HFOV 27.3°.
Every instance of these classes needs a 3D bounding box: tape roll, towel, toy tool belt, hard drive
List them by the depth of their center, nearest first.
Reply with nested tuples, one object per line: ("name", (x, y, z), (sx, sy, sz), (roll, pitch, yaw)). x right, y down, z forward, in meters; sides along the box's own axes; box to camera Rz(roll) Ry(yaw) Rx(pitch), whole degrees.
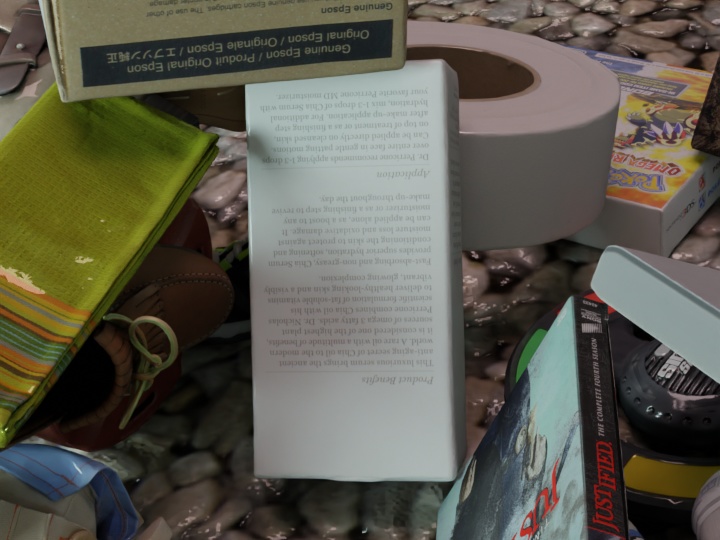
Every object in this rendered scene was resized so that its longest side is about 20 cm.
("towel", (-0.137, -0.017, 0.633), (0.086, 0.018, 0.200), (29, 46, 1))
("hard drive", (0.215, 0.039, 0.651), (0.199, 0.027, 0.132), (11, 17, -33))
("toy tool belt", (-0.154, 0.117, 0.668), (0.199, 0.125, 0.123), (10, 45, 24))
("tape roll", (0.051, -0.085, 0.870), (0.201, 0.071, 0.203), (3, 25, -2))

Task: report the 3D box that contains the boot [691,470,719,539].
("boot", (0.239, 0.134, 0.605), (0.198, 0.074, 0.096), (2, 43, -3))

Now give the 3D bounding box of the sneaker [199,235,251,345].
("sneaker", (-0.046, -0.010, 0.878), (0.198, 0.083, 0.072), (-3, 32, 7))

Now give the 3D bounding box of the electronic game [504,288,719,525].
("electronic game", (0.173, 0.060, 0.764), (0.198, 0.042, 0.200), (-6, 33, 4))

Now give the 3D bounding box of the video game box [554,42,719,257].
("video game box", (0.152, -0.088, 0.995), (0.199, 0.047, 0.182), (16, 42, 32))

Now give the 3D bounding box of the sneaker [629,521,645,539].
("sneaker", (0.106, 0.151, 0.626), (0.077, 0.076, 0.200), (15, 27, -14))

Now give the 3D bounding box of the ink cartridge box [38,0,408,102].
("ink cartridge box", (-0.080, -0.162, 0.729), (0.164, 0.076, 0.200), (-8, 34, -12))

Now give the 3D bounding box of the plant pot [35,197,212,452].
("plant pot", (-0.200, -0.003, 0.814), (0.194, 0.202, 0.201), (19, 40, 23))

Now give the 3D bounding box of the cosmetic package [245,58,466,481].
("cosmetic package", (0.000, 0.000, 0.740), (0.101, 0.202, 0.071), (0, 1, 9))

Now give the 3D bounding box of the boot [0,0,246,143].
("boot", (-0.125, -0.116, 0.775), (0.145, 0.071, 0.200), (24, 43, 16))

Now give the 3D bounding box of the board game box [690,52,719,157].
("board game box", (0.319, -0.127, 0.875), (0.199, 0.160, 0.097), (19, 39, 13))

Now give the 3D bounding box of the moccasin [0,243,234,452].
("moccasin", (-0.125, 0.038, 0.656), (0.078, 0.074, 0.201), (34, 27, 25))

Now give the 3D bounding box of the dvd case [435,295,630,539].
("dvd case", (0.065, 0.121, 0.606), (0.022, 0.146, 0.201), (21, 33, -9))
